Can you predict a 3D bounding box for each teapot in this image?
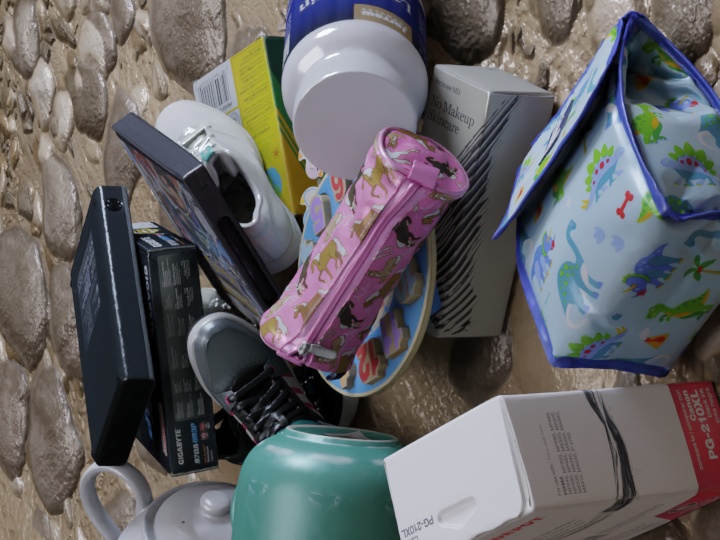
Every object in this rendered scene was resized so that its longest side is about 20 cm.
[{"bbox_3d":[-0.134,0.250,1.839,0.198,0.199,0.147,-111,21,-52],"label":"teapot"}]

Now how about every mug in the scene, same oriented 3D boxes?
[{"bbox_3d":[-0.034,0.177,1.606,0.184,0.152,0.115,7,92,20],"label":"mug"}]

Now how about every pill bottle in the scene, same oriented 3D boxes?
[{"bbox_3d":[-0.004,-0.162,1.662,0.200,0.115,0.116,-90,22,-56],"label":"pill bottle"}]

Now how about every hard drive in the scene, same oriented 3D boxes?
[{"bbox_3d":[-0.217,0.049,1.831,0.140,0.033,0.201,115,150,-50],"label":"hard drive"}]

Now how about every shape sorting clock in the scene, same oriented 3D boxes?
[{"bbox_3d":[0.000,0.000,1.678,0.200,0.039,0.202,0,90,56],"label":"shape sorting clock"}]

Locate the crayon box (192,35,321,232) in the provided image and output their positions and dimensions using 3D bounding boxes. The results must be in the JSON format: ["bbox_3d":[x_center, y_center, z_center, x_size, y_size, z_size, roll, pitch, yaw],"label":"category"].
[{"bbox_3d":[-0.085,-0.093,1.892,0.127,0.051,0.201,-25,70,51],"label":"crayon box"}]

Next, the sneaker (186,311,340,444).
[{"bbox_3d":[-0.064,0.127,1.741,0.200,0.084,0.121,53,171,-22],"label":"sneaker"}]

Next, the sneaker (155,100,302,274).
[{"bbox_3d":[-0.120,-0.089,1.811,0.075,0.089,0.200,-40,58,0],"label":"sneaker"}]

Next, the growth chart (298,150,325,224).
[{"bbox_3d":[0.005,-0.047,1.774,0.144,0.018,0.201,-8,84,37],"label":"growth chart"}]

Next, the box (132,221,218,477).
[{"bbox_3d":[-0.174,0.066,1.872,0.159,0.046,0.201,-154,57,-70],"label":"box"}]

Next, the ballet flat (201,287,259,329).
[{"bbox_3d":[-0.134,0.057,1.919,0.075,0.068,0.200,44,149,1],"label":"ballet flat"}]

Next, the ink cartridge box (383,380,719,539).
[{"bbox_3d":[0.138,0.141,1.468,0.145,0.199,0.085,-35,64,48],"label":"ink cartridge box"}]

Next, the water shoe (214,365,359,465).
[{"bbox_3d":[-0.075,0.130,1.861,0.200,0.079,0.072,-38,62,47],"label":"water shoe"}]

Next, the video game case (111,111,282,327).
[{"bbox_3d":[-0.126,-0.034,1.764,0.181,0.025,0.200,60,169,-26],"label":"video game case"}]

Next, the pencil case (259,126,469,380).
[{"bbox_3d":[0.002,-0.013,1.583,0.201,0.082,0.087,-57,45,25],"label":"pencil case"}]

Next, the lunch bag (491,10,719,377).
[{"bbox_3d":[0.180,-0.055,1.481,0.170,0.127,0.201,-57,36,41],"label":"lunch bag"}]

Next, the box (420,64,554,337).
[{"bbox_3d":[0.084,-0.053,1.648,0.082,0.068,0.201,31,116,51],"label":"box"}]
